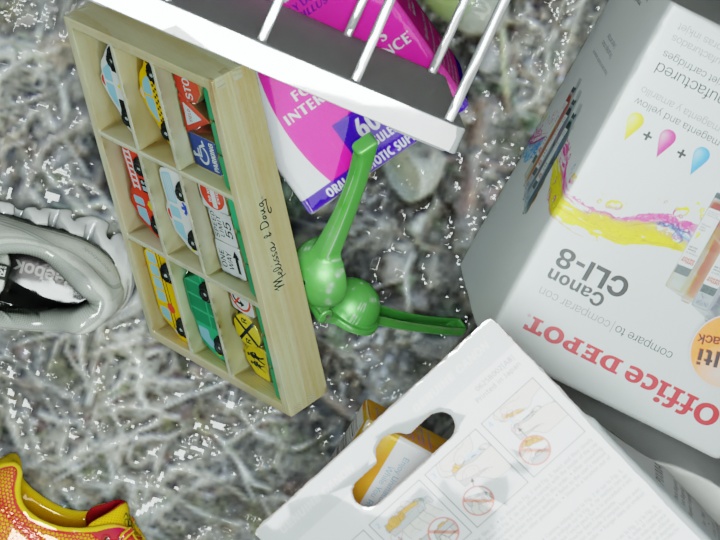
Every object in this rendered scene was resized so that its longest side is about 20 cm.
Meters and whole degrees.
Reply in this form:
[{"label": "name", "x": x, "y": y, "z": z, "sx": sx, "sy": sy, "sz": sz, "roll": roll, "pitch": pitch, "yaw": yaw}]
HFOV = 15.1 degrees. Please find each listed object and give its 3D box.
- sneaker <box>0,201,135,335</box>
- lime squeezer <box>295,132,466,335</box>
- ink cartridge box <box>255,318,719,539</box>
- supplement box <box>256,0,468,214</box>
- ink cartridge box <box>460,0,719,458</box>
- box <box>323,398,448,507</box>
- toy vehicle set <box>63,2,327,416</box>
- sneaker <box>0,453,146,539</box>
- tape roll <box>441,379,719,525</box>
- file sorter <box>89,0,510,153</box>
[{"label": "sneaker", "x": -0.218, "y": -0.009, "z": 1.428, "sx": 0.200, "sy": 0.081, "sz": 0.075, "roll": 11, "pitch": 107, "yaw": -3}, {"label": "lime squeezer", "x": 0.000, "y": 0.000, "z": 1.404, "sx": 0.038, "sy": 0.200, "sz": 0.071, "roll": 36, "pitch": 76, "yaw": 31}, {"label": "ink cartridge box", "x": 0.075, "y": 0.140, "z": 1.319, "sx": 0.163, "sy": 0.057, "sz": 0.200, "roll": -43, "pitch": 95, "yaw": 10}, {"label": "supplement box", "x": -0.042, "y": -0.145, "z": 1.384, "sx": 0.101, "sy": 0.103, "sz": 0.200, "roll": -34, "pitch": 103, "yaw": 9}, {"label": "ink cartridge box", "x": 0.163, "y": -0.034, "z": 1.399, "sx": 0.145, "sy": 0.145, "sz": 0.200, "roll": 26, "pitch": 104, "yaw": -9}, {"label": "box", "x": 0.060, "y": 0.163, "z": 1.364, "sx": 0.200, "sy": 0.041, "sz": 0.119, "roll": 28, "pitch": 103, "yaw": -12}, {"label": "toy vehicle set", "x": -0.083, "y": -0.033, "z": 1.381, "sx": 0.027, "sy": 0.124, "sz": 0.200, "roll": -32, "pitch": 127, "yaw": -29}, {"label": "sneaker", "x": -0.130, "y": 0.174, "z": 1.489, "sx": 0.200, "sy": 0.073, "sz": 0.077, "roll": 36, "pitch": 92, "yaw": -14}, {"label": "tape roll", "x": 0.124, "y": 0.170, "z": 1.459, "sx": 0.202, "sy": 0.139, "sz": 0.203, "roll": 0, "pitch": 106, "yaw": -1}, {"label": "file sorter", "x": -0.028, "y": -0.160, "z": 1.257, "sx": 0.200, "sy": 0.139, "sz": 0.125, "roll": 22, "pitch": 102, "yaw": -7}]
